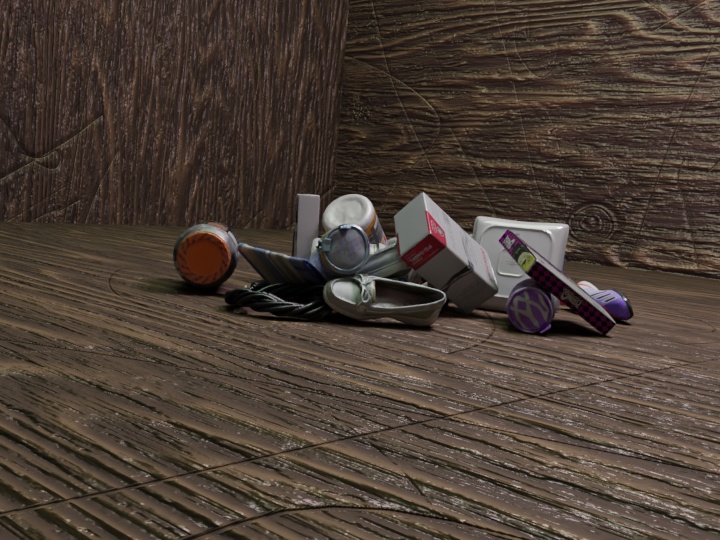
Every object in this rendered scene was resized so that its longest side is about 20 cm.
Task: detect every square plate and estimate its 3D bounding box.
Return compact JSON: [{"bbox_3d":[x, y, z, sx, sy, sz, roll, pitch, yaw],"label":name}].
[{"bbox_3d":[0.311,-0.013,1.537,0.198,0.200,0.028,7,-14,24],"label":"square plate"}]

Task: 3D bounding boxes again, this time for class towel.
[{"bbox_3d":[-0.131,0.008,1.403,0.199,0.024,0.147,13,-29,43],"label":"towel"}]

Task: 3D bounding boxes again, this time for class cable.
[{"bbox_3d":[-0.132,0.045,1.276,0.199,0.051,0.163,11,6,36],"label":"cable"}]

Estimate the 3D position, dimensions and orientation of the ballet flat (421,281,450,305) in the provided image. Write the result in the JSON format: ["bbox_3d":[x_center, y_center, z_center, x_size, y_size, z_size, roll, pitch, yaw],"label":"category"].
[{"bbox_3d":[0.157,0.040,1.575,0.072,0.068,0.200,-14,2,13],"label":"ballet flat"}]

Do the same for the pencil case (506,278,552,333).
[{"bbox_3d":[0.310,0.064,1.370,0.084,0.086,0.200,-32,-5,15],"label":"pencil case"}]

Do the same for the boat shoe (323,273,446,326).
[{"bbox_3d":[0.039,0.042,1.238,0.200,0.075,0.065,13,-37,-9],"label":"boat shoe"}]

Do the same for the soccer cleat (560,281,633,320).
[{"bbox_3d":[0.494,0.071,1.582,0.073,0.069,0.200,-21,16,-12],"label":"soccer cleat"}]

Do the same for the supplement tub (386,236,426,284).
[{"bbox_3d":[0.147,-0.019,1.823,0.199,0.124,0.122,-2,8,-45],"label":"supplement tub"}]

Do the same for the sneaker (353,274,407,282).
[{"bbox_3d":[0.013,0.050,1.357,0.081,0.074,0.199,-11,-10,32],"label":"sneaker"}]

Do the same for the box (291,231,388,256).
[{"bbox_3d":[-0.056,-0.040,1.951,0.181,0.105,0.199,3,6,-32],"label":"box"}]

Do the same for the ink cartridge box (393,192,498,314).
[{"bbox_3d":[0.163,-0.031,1.447,0.200,0.083,0.146,39,26,-26],"label":"ink cartridge box"}]

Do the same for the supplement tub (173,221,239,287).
[{"bbox_3d":[-0.302,-0.033,1.486,0.121,0.124,0.200,4,5,-6],"label":"supplement tub"}]

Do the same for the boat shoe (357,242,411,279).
[{"bbox_3d":[0.000,0.000,1.451,0.199,0.072,0.070,-20,-16,14],"label":"boat shoe"}]

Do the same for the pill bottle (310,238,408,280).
[{"bbox_3d":[-0.005,-0.002,1.540,0.198,0.117,0.116,5,5,-4],"label":"pill bottle"}]

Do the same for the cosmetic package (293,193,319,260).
[{"bbox_3d":[-0.120,-0.066,1.651,0.050,0.202,0.083,2,6,-6],"label":"cosmetic package"}]

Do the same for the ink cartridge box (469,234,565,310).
[{"bbox_3d":[0.329,0.004,1.626,0.199,0.146,0.084,9,7,34],"label":"ink cartridge box"}]

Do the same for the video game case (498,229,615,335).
[{"bbox_3d":[0.356,0.018,1.378,0.199,0.036,0.181,36,14,-17],"label":"video game case"}]

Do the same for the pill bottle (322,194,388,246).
[{"bbox_3d":[-0.002,-0.063,1.662,0.116,0.117,0.201,8,-34,26],"label":"pill bottle"}]

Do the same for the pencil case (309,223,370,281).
[{"bbox_3d":[-0.039,-0.024,1.323,0.090,0.084,0.200,-8,-6,-9],"label":"pencil case"}]
